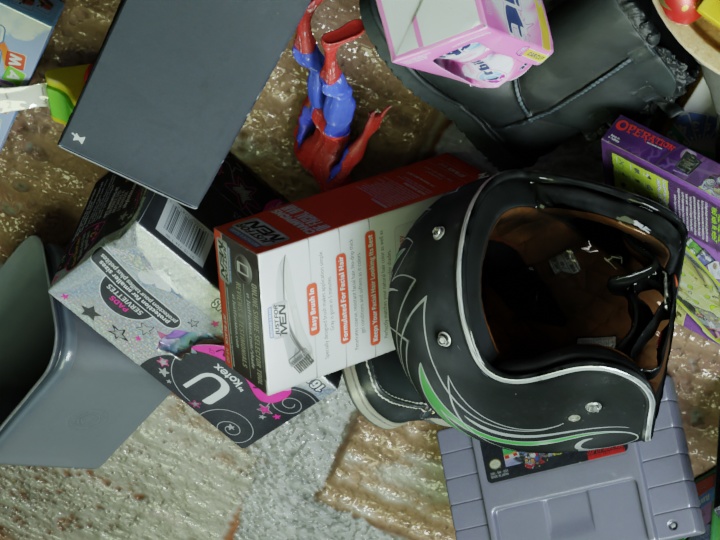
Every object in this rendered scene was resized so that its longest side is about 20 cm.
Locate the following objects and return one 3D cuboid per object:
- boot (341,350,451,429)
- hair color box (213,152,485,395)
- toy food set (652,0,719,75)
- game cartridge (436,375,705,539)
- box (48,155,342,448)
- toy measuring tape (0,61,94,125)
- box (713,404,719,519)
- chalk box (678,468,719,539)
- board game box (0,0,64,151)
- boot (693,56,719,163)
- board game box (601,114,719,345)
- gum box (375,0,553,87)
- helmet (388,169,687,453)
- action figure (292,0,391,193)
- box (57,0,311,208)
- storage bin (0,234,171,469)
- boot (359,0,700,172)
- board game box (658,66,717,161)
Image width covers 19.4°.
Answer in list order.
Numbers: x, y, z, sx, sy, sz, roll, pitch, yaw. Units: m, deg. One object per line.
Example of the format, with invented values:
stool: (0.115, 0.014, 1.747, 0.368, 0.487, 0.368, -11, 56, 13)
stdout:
boot: (0.088, 0.062, 1.554, 0.153, 0.074, 0.203, -23, 163, 25)
hair color box: (0.000, 0.000, 1.483, 0.064, 0.200, 0.111, 31, 131, 49)
toy food set: (0.270, -0.204, 1.272, 0.198, 0.049, 0.200, 36, 88, 4)
game cartridge: (0.160, 0.162, 1.644, 0.200, 0.038, 0.130, -16, 81, 25)
box: (-0.112, 0.012, 1.566, 0.200, 0.132, 0.115, 40, 129, -20)
toy measuring tape: (-0.211, -0.110, 1.493, 0.199, 0.074, 0.074, -9, 131, -7)
box: (0.359, 0.177, 1.585, 0.104, 0.148, 0.200, -23, 123, 29)
chalk box: (0.277, 0.255, 1.690, 0.200, 0.124, 0.125, 39, 129, -19)
board game box: (-0.332, -0.175, 1.522, 0.200, 0.037, 0.151, 24, 131, -9)
boot: (0.311, -0.084, 1.390, 0.181, 0.073, 0.200, 1, 126, 28)
board game box: (0.226, -0.019, 1.453, 0.120, 0.032, 0.200, 34, 160, 25)
gum box: (0.049, -0.212, 1.274, 0.066, 0.113, 0.201, -18, 80, 25)
helmet: (0.114, 0.029, 1.415, 0.190, 0.200, 0.200, 9, 132, 10)
action figure: (-0.019, -0.114, 1.479, 0.065, 0.052, 0.200, 46, 154, 26)
box: (-0.097, -0.179, 1.364, 0.104, 0.182, 0.200, 25, 132, -9)
storage bin: (-0.235, 0.072, 1.660, 0.134, 0.146, 0.200, 13, 138, -35)
boot: (0.118, -0.154, 1.407, 0.162, 0.073, 0.198, -25, 127, 33)
board game box: (0.267, -0.103, 1.448, 0.095, 0.030, 0.200, 22, 129, -7)
